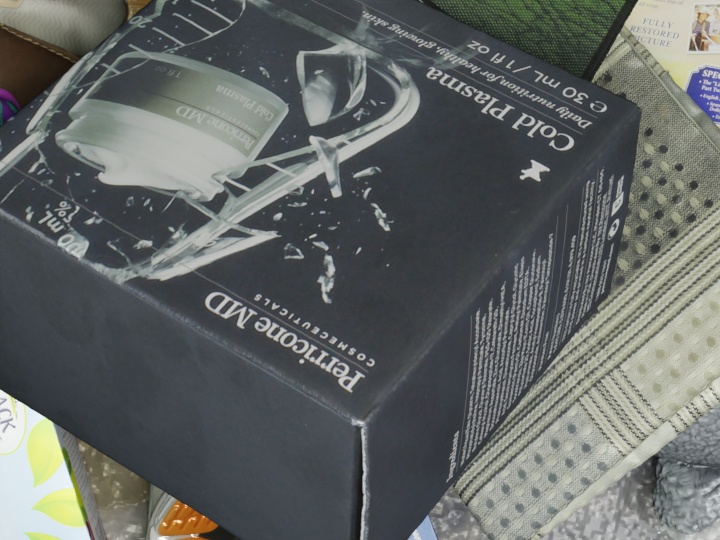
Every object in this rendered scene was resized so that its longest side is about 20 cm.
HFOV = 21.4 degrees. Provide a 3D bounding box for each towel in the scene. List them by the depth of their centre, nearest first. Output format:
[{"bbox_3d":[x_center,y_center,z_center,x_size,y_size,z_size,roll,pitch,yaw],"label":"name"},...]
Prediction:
[{"bbox_3d":[0.085,-0.003,0.858,0.200,0.034,0.193,-44,68,22],"label":"towel"}]

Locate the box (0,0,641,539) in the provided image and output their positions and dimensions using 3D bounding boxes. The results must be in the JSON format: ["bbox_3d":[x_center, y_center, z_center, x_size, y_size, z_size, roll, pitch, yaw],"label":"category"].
[{"bbox_3d":[-0.025,-0.010,0.764,0.199,0.124,0.197,28,54,21],"label":"box"}]

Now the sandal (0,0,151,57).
[{"bbox_3d":[-0.127,-0.126,0.902,0.199,0.055,0.082,16,93,-10],"label":"sandal"}]

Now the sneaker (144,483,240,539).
[{"bbox_3d":[-0.070,0.069,0.913,0.075,0.092,0.201,-3,127,-21],"label":"sneaker"}]

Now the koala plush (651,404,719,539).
[{"bbox_3d":[0.207,0.032,0.915,0.199,0.184,0.178,-20,97,7],"label":"koala plush"}]

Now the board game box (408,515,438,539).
[{"bbox_3d":[0.026,0.152,0.884,0.034,0.135,0.201,-20,112,-3],"label":"board game box"}]

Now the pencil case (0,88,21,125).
[{"bbox_3d":[-0.238,-0.033,0.810,0.199,0.092,0.086,-2,89,9],"label":"pencil case"}]

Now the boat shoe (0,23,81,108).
[{"bbox_3d":[-0.199,-0.092,0.854,0.201,0.075,0.075,10,55,7],"label":"boat shoe"}]

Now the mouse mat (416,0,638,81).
[{"bbox_3d":[0.044,-0.178,0.828,0.200,0.008,0.161,36,56,-6],"label":"mouse mat"}]

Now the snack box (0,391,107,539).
[{"bbox_3d":[-0.227,0.073,0.901,0.168,0.068,0.201,-17,98,-4],"label":"snack box"}]

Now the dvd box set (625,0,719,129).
[{"bbox_3d":[0.152,-0.105,0.893,0.146,0.029,0.201,13,76,29],"label":"dvd box set"}]
